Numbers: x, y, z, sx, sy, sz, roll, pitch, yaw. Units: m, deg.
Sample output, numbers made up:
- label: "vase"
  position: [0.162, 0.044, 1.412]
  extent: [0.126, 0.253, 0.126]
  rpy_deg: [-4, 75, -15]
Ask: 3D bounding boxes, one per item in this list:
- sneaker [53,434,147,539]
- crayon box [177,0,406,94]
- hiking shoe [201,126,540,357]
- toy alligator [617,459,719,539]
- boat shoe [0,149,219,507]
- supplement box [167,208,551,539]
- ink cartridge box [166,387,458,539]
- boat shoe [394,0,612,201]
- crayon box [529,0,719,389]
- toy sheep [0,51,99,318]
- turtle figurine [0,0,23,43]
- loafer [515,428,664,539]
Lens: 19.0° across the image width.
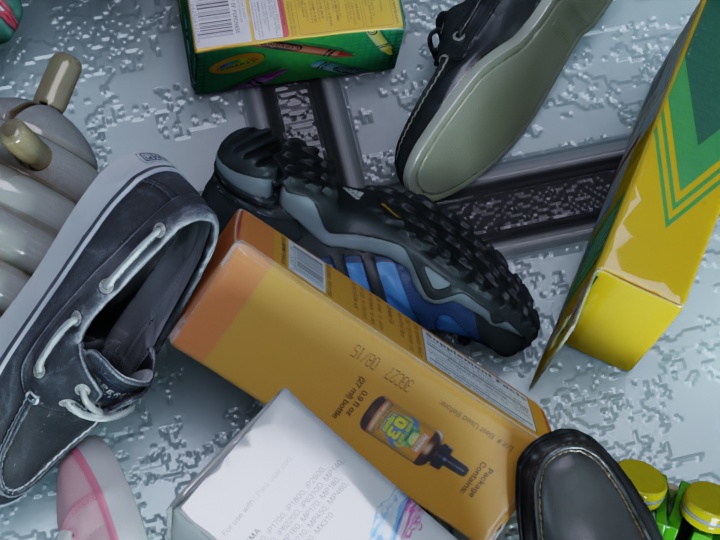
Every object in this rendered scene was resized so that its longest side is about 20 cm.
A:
- label: "sneaker"
  position: [-0.148, 0.186, 1.063]
  extent: [0.104, 0.075, 0.202]
  rpy_deg: [-11, 78, -14]
- label: "crayon box"
  position: [-0.051, -0.208, 1.209]
  extent: [0.118, 0.058, 0.202]
  rpy_deg: [-8, 73, -8]
- label: "hiking shoe"
  position: [0.000, 0.000, 1.149]
  extent: [0.199, 0.075, 0.087]
  rpy_deg: [28, 115, -8]
- label: "toy alligator"
  position: [0.183, 0.138, 1.127]
  extent: [0.198, 0.060, 0.054]
  rpy_deg: [17, 31, 0]
- label: "boat shoe"
  position: [-0.132, 0.042, 1.043]
  extent: [0.068, 0.072, 0.201]
  rpy_deg: [42, 104, 36]
- label: "supplement box"
  position: [0.002, 0.054, 1.092]
  extent: [0.199, 0.069, 0.067]
  rpy_deg: [35, 103, -9]
- label: "ink cartridge box"
  position: [0.005, 0.166, 1.048]
  extent: [0.200, 0.148, 0.086]
  rpy_deg: [42, 73, 7]
- label: "boat shoe"
  position: [0.073, -0.130, 1.193]
  extent: [0.066, 0.074, 0.200]
  rpy_deg: [33, 86, 32]
- label: "crayon box"
  position: [0.157, -0.031, 1.138]
  extent: [0.051, 0.126, 0.201]
  rpy_deg: [24, 72, 2]
- label: "toy sheep"
  position: [-0.190, -0.021, 1.096]
  extent: [0.137, 0.138, 0.201]
  rpy_deg: [27, 81, 4]
- label: "turtle figurine"
  position: [-0.248, -0.112, 1.134]
  extent: [0.200, 0.101, 0.150]
  rpy_deg: [-38, 43, -3]
- label: "loafer"
  position: [0.133, 0.175, 1.061]
  extent: [0.072, 0.072, 0.201]
  rpy_deg: [-24, 98, -3]
